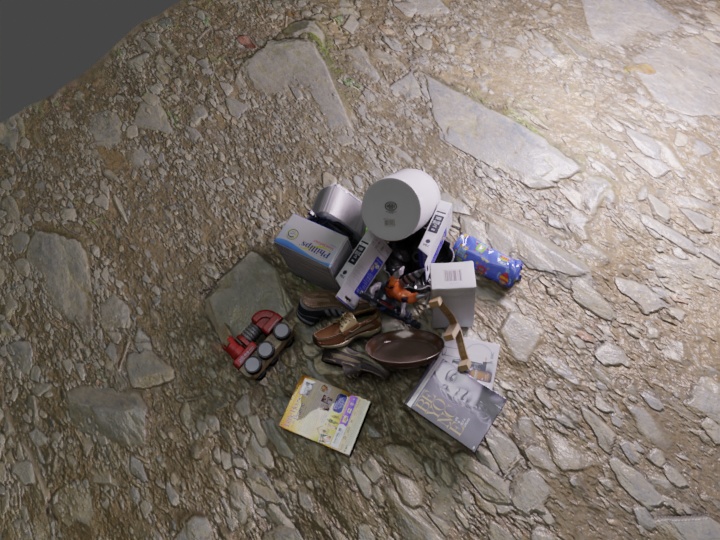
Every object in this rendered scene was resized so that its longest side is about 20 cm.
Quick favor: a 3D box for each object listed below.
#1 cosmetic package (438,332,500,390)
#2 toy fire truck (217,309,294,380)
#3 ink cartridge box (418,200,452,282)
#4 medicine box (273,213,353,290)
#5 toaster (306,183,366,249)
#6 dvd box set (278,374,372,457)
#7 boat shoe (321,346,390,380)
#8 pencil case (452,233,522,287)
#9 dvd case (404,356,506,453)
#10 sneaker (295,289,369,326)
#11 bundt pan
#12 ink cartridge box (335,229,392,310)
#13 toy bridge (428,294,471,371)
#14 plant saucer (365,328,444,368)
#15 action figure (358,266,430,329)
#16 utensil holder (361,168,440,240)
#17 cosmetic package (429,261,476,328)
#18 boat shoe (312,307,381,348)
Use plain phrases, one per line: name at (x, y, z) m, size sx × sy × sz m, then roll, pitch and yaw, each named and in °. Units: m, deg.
cosmetic package at (0.258, 0.269, 1.366) m, size 0.150 × 0.052 × 0.201 m, roll 9°, pitch 64°, yaw 16°
toy fire truck at (-0.300, 0.177, 1.476) m, size 0.200 × 0.129 × 0.176 m, roll 36°, pitch 72°, yaw 13°
ink cartridge box at (0.193, -0.078, 1.445) m, size 0.039 × 0.100 × 0.201 m, roll 18°, pitch 65°, yaw 18°
medicine box at (-0.115, -0.039, 1.500) m, size 0.181 × 0.200 × 0.103 m, roll 24°, pitch 70°, yaw 20°
toaster at (-0.067, -0.153, 1.542) m, size 0.113 × 0.200 × 0.130 m, roll -22°, pitch 44°, yaw 45°
dvd box set at (-0.089, 0.365, 1.379) m, size 0.199 × 0.029 × 0.147 m, roll 17°, pitch 67°, yaw 16°
boat shoe at (-0.015, 0.248, 1.415) m, size 0.199 × 0.075 × 0.074 m, roll 21°, pitch 77°, yaw 28°
pencil case at (0.350, -0.030, 1.493) m, size 0.199 × 0.078 × 0.087 m, roll 29°, pitch 63°, yaw 22°
dvd case at (0.227, 0.316, 1.309) m, size 0.199 × 0.016 × 0.149 m, roll 31°, pitch 72°, yaw 23°
sneaker at (-0.081, 0.107, 1.502) m, size 0.199 × 0.109 × 0.070 m, roll 6°, pitch 56°, yaw -22°
bundt pan at (0.160, -0.021, 1.519) m, size 0.201 × 0.076 × 0.203 m, roll -3°, pitch 62°, yaw 6°
ink cartridge box at (0.000, 0.000, 1.442) m, size 0.039 × 0.099 × 0.200 m, roll 26°, pitch 78°, yaw 37°
toy bridge at (0.225, 0.150, 1.330) m, size 0.027 × 0.201 × 0.067 m, roll -19°, pitch 13°, yaw 30°
plant saucer at (0.113, 0.200, 1.376) m, size 0.199 × 0.200 × 0.032 m, roll -5°, pitch 106°, yaw 6°
action figure at (0.108, 0.067, 1.427) m, size 0.200 × 0.193 × 0.105 m, roll 34°, pitch 61°, yaw -22°
utensil holder at (0.106, -0.174, 1.418) m, size 0.169 × 0.200 × 0.171 m, roll 5°, pitch 105°, yaw 19°
cosmetic package at (0.234, 0.066, 1.389) m, size 0.112 × 0.200 × 0.082 m, roll -2°, pitch 57°, yaw 5°
boat shoe at (-0.034, 0.143, 1.423) m, size 0.199 × 0.074 × 0.076 m, roll -15°, pitch 31°, yaw -30°
